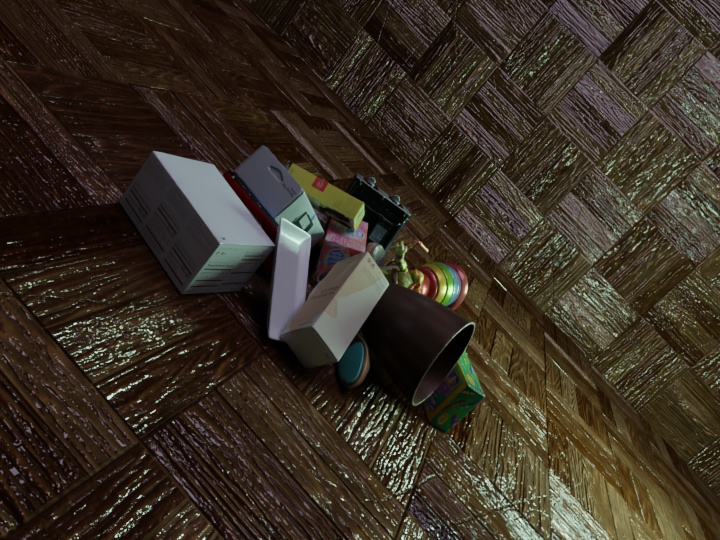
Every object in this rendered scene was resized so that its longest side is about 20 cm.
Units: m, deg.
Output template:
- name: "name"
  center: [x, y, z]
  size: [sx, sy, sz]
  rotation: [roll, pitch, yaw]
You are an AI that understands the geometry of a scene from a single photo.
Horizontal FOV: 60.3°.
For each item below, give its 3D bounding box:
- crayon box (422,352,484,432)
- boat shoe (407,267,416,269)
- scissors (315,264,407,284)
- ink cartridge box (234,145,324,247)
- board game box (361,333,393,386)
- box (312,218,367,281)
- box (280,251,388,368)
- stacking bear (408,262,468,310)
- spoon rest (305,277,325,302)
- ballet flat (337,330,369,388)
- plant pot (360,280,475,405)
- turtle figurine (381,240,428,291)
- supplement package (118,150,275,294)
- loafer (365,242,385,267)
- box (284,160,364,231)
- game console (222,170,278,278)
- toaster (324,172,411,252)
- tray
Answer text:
- name: "crayon box"
  center: [0.179, 0.225, 1.328]
  size: [0.058, 0.119, 0.202]
  rotation: [32, 23, -28]
- name: "boat shoe"
  center: [0.089, 0.024, 1.493]
  size: [0.198, 0.071, 0.065]
  rotation: [-3, 89, -61]
- name: "scissors"
  center: [0.000, 0.000, 1.311]
  size: [0.014, 0.195, 0.075]
  rotation: [-89, 155, -73]
- name: "ink cartridge box"
  center: [-0.163, -0.138, 1.281]
  size: [0.146, 0.082, 0.201]
  rotation: [48, -7, 22]
- name: "board game box"
  center: [0.054, 0.127, 1.299]
  size: [0.150, 0.041, 0.202]
  rotation: [-16, 59, -40]
- name: "box"
  center: [-0.042, -0.047, 1.409]
  size: [0.092, 0.105, 0.201]
  rotation: [17, 22, -4]
- name: "box"
  center: [-0.041, 0.066, 1.075]
  size: [0.079, 0.093, 0.201]
  rotation: [54, 46, -19]
- name: "stacking bear"
  center: [0.154, 0.037, 1.433]
  size: [0.197, 0.112, 0.125]
  rotation: [-1, 70, -50]
- name: "spoon rest"
  center: [-0.076, 0.080, 1.186]
  size: [0.202, 0.059, 0.101]
  rotation: [-80, 146, -60]
- name: "ballet flat"
  center: [-0.009, 0.154, 1.164]
  size: [0.063, 0.068, 0.202]
  rotation: [48, 15, -32]
- name: "plant pot"
  center: [0.085, 0.115, 1.178]
  size: [0.199, 0.190, 0.186]
  rotation: [38, 15, 23]
- name: "turtle figurine"
  center: [0.064, 0.025, 1.274]
  size: [0.203, 0.155, 0.066]
  rotation: [83, 5, -49]
- name: "supplement package"
  center: [-0.265, -0.076, 1.021]
  size: [0.201, 0.111, 0.155]
  rotation: [51, 20, 17]
- name: "loafer"
  center: [0.019, -0.002, 1.454]
  size: [0.062, 0.072, 0.202]
  rotation: [31, -24, 23]
- name: "box"
  center: [-0.085, -0.165, 1.378]
  size: [0.196, 0.051, 0.076]
  rotation: [30, -14, 11]
- name: "game console"
  center: [-0.183, -0.093, 1.223]
  size: [0.201, 0.173, 0.118]
  rotation: [47, 51, 10]
- name: "toaster"
  center: [0.014, -0.129, 1.635]
  size: [0.178, 0.202, 0.119]
  rotation: [32, 17, -8]
- name: "tray"
  center: [-0.127, 0.022, 1.074]
  size: [0.107, 0.022, 0.207]
  rotation: [29, 62, -61]
